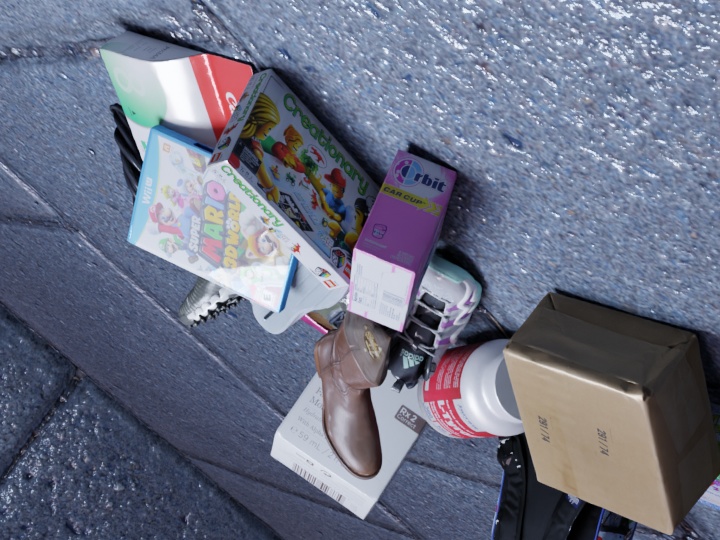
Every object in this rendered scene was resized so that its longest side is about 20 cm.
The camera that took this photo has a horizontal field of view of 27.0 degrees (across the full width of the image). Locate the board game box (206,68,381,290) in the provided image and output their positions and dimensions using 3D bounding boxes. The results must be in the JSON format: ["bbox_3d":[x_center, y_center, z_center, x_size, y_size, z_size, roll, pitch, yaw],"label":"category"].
[{"bbox_3d":[-0.061,-0.090,1.529,0.034,0.127,0.200,-12,134,41],"label":"board game box"}]

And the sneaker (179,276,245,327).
[{"bbox_3d":[-0.148,-0.018,1.702,0.200,0.066,0.091,-42,79,30],"label":"sneaker"}]

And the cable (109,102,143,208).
[{"bbox_3d":[-0.248,-0.113,1.785,0.050,0.164,0.201,-17,130,17],"label":"cable"}]

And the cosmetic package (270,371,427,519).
[{"bbox_3d":[0.000,0.202,2.043,0.164,0.201,0.165,33,163,5],"label":"cosmetic package"}]

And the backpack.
[{"bbox_3d":[0.256,0.313,1.897,0.154,0.192,0.199,28,170,-41],"label":"backpack"}]

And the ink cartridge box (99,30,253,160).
[{"bbox_3d":[-0.181,-0.164,1.619,0.199,0.050,0.162,23,142,39],"label":"ink cartridge box"}]

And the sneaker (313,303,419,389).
[{"bbox_3d":[0.009,0.074,1.836,0.199,0.081,0.074,27,148,-14],"label":"sneaker"}]

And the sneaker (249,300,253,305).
[{"bbox_3d":[-0.125,-0.051,1.786,0.131,0.079,0.201,44,137,18],"label":"sneaker"}]

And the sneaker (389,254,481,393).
[{"bbox_3d":[0.072,0.073,1.689,0.077,0.140,0.200,29,162,15],"label":"sneaker"}]

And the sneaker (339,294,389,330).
[{"bbox_3d":[0.000,0.000,1.712,0.066,0.091,0.200,15,154,43],"label":"sneaker"}]

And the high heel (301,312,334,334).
[{"bbox_3d":[-0.018,0.067,1.934,0.200,0.068,0.096,36,-174,37],"label":"high heel"}]

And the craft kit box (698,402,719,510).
[{"bbox_3d":[0.396,0.208,1.626,0.199,0.049,0.198,19,159,38],"label":"craft kit box"}]

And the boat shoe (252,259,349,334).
[{"bbox_3d":[-0.056,0.009,1.672,0.072,0.062,0.200,51,143,-5],"label":"boat shoe"}]

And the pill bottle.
[{"bbox_3d":[0.152,0.139,1.762,0.112,0.113,0.200,38,162,-12],"label":"pill bottle"}]

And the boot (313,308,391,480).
[{"bbox_3d":[0.003,0.140,1.712,0.188,0.064,0.200,69,160,7],"label":"boot"}]

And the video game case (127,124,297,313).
[{"bbox_3d":[-0.155,-0.056,1.628,0.199,0.018,0.144,25,118,16],"label":"video game case"}]

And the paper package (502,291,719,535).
[{"bbox_3d":[0.257,0.143,1.532,0.190,0.103,0.201,18,140,42],"label":"paper package"}]

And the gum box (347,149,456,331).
[{"bbox_3d":[0.040,-0.024,1.530,0.066,0.114,0.200,22,161,5],"label":"gum box"}]
